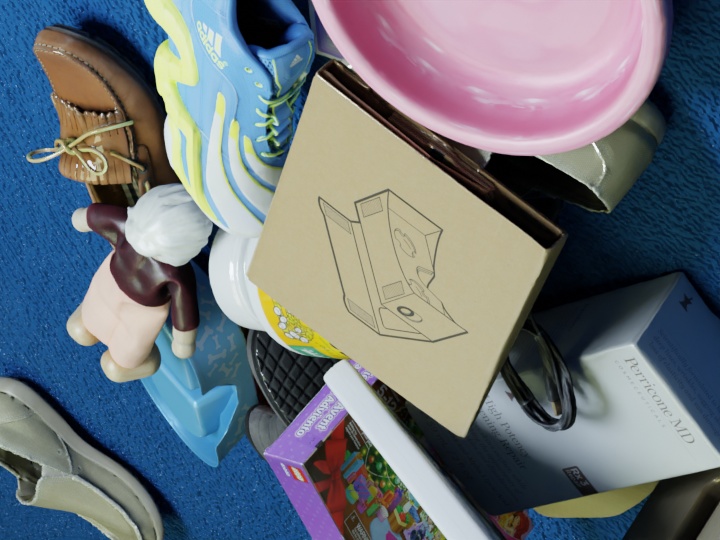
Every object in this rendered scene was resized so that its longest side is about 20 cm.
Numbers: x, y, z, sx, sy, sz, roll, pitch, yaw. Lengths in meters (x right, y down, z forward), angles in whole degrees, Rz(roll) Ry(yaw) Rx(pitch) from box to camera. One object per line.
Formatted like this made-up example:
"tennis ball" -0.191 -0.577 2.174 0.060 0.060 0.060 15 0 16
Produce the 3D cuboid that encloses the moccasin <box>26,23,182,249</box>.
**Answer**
"moccasin" -0.170 -0.080 1.781 0.074 0.078 0.202 23 150 29

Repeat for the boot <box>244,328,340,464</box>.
"boot" -0.044 0.106 1.897 0.132 0.070 0.200 4 134 53

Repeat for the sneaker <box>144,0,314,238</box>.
"sneaker" -0.068 -0.101 1.579 0.105 0.076 0.200 20 135 52

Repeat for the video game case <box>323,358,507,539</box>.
"video game case" 0.070 0.159 1.637 0.182 0.023 0.200 49 -179 -41

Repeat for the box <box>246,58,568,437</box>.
"box" 0.022 -0.008 1.513 0.163 0.021 0.200 38 145 11

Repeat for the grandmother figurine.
"grandmother figurine" -0.143 0.000 1.772 0.121 0.061 0.200 40 148 1

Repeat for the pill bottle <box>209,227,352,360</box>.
"pill bottle" 0.000 0.000 1.669 0.200 0.113 0.113 4 138 47

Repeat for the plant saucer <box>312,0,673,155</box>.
"plant saucer" 0.069 -0.153 1.378 0.200 0.051 0.201 17 134 18

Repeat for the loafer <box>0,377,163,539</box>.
"loafer" -0.253 0.177 2.277 0.200 0.068 0.076 43 152 -12

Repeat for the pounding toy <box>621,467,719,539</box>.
"pounding toy" 0.253 0.224 1.626 0.184 0.200 0.142 47 151 -19

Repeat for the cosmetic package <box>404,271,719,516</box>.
"cosmetic package" 0.135 0.078 1.635 0.200 0.074 0.102 -19 116 48

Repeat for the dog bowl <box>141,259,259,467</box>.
"dog bowl" -0.122 0.060 1.946 0.111 0.050 0.200 46 162 29

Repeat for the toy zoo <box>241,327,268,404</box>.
"toy zoo" -0.031 0.080 1.932 0.131 0.020 0.200 21 148 29

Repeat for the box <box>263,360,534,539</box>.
"box" 0.029 0.144 1.756 0.039 0.137 0.200 12 141 43

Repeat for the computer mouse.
"computer mouse" 0.099 -0.004 1.556 0.059 0.034 0.200 0 107 28

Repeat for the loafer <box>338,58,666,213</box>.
"loafer" 0.065 -0.075 1.475 0.200 0.068 0.076 7 157 23

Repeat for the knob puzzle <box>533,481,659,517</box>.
"knob puzzle" 0.117 0.090 1.759 0.219 0.030 0.220 26 146 19

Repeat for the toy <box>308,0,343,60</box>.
"toy" 0.006 -0.158 1.485 0.115 0.047 0.200 23 151 21
